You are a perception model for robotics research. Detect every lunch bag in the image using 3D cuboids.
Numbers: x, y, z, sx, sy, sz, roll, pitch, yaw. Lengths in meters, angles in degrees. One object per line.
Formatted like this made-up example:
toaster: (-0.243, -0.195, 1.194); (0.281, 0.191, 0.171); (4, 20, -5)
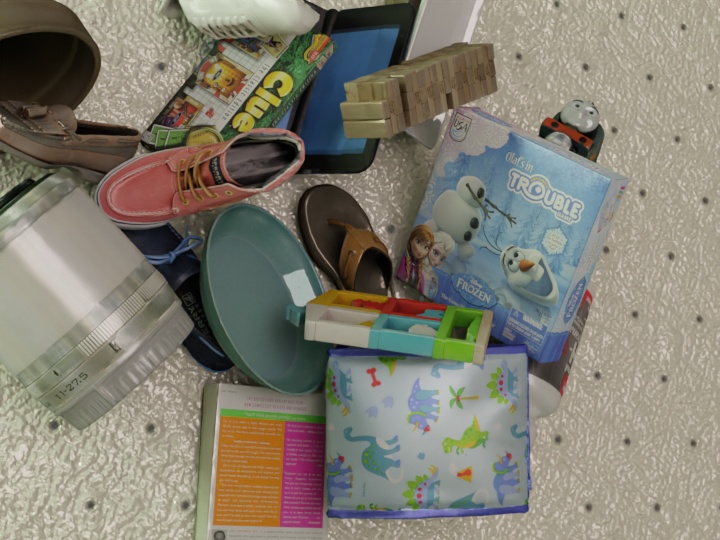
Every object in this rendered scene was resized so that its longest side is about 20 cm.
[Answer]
lunch bag: (0.068, 0.155, 1.276); (0.200, 0.127, 0.170); (-1, 91, 6)

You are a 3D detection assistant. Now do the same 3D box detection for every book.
book: (-0.094, 0.218, 1.275); (0.134, 0.048, 0.200); (8, 77, -26)

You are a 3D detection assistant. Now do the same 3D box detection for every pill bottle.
pill bottle: (0.173, 0.090, 1.381); (0.111, 0.111, 0.200); (27, 70, -17)

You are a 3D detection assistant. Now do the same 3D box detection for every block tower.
block tower: (0.064, -0.184, 1.296); (0.200, 0.058, 0.054); (-29, 117, -46)

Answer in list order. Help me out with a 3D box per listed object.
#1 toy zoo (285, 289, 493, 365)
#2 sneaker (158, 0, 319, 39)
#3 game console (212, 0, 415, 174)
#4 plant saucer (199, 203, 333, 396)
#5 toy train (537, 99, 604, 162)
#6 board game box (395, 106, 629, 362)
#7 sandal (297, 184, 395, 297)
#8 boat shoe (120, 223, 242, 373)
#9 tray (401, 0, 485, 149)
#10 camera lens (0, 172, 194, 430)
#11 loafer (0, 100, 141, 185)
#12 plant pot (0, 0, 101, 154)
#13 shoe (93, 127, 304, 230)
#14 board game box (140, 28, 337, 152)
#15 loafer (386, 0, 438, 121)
toy zoo: (0.025, 0.051, 1.251); (0.200, 0.131, 0.020); (8, 104, 8)
sneaker: (-0.122, -0.263, 1.290); (0.081, 0.200, 0.076); (-56, 139, -6)
game console: (-0.061, -0.208, 1.333); (0.171, 0.118, 0.200); (22, 71, -19)
plant saucer: (-0.099, 0.033, 1.271); (0.200, 0.036, 0.200); (40, 38, -41)
toy train: (0.212, -0.101, 1.398); (0.085, 0.200, 0.114); (29, 64, 16)
board game box: (0.148, -0.040, 1.310); (0.043, 0.200, 0.199); (-2, 116, -51)
sandal: (0.000, 0.000, 1.350); (0.082, 0.055, 0.200); (-18, 87, -32)
boat shoe: (-0.172, 0.006, 1.267); (0.084, 0.069, 0.200); (-44, 99, -25)
tray: (0.078, -0.238, 1.368); (0.107, 0.022, 0.200); (26, 81, -57)
camera lens: (-0.271, 0.024, 1.170); (0.200, 0.160, 0.160); (48, 65, -9)
loafer: (-0.278, -0.130, 1.193); (0.072, 0.200, 0.063); (42, 100, 24)
plant pot: (-0.364, -0.223, 1.178); (0.200, 0.200, 0.174); (-23, 73, -26)
shoe: (-0.151, -0.091, 1.215); (0.200, 0.091, 0.072); (-15, 90, -16)
board game box: (-0.123, -0.180, 1.309); (0.105, 0.023, 0.200); (33, 77, 14)
loafer: (0.063, -0.252, 1.423); (0.076, 0.067, 0.200); (2, 79, -24)
